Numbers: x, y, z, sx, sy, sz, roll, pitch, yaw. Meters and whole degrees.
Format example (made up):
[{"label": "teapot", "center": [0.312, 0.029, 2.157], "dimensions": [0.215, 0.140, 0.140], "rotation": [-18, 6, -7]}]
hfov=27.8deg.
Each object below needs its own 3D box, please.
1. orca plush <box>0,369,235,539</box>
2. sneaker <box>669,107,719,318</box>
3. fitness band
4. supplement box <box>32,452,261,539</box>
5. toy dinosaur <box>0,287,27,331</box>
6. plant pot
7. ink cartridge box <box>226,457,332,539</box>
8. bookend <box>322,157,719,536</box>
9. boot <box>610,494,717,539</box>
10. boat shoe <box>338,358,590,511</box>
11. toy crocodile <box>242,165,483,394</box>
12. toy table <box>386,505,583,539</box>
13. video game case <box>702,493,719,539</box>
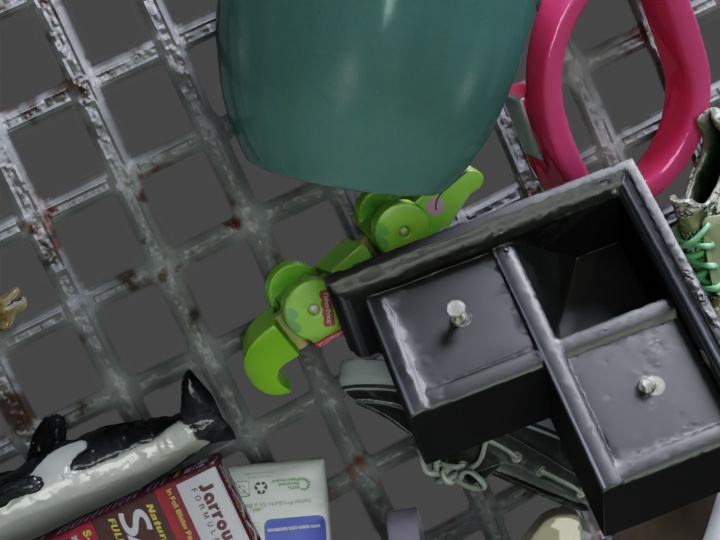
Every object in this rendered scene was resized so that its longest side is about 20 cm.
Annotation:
[{"label": "orca plush", "center": [-0.183, 0.112, 0.901], "dimensions": [0.200, 0.105, 0.071], "rotation": [-35, 62, 14]}, {"label": "sneaker", "center": [0.235, -0.021, 0.986], "dimensions": [0.088, 0.077, 0.201], "rotation": [17, 82, -29]}, {"label": "fitness band", "center": [0.164, -0.117, 0.936], "dimensions": [0.144, 0.037, 0.200], "rotation": [-45, 135, -14]}, {"label": "supplement box", "center": [-0.153, 0.202, 0.871], "dimensions": [0.199, 0.061, 0.109], "rotation": [-26, 90, -3]}, {"label": "toy dinosaur", "center": [-0.304, 0.024, 0.872], "dimensions": [0.199, 0.058, 0.102], "rotation": [-15, 99, -12]}, {"label": "plant pot", "center": [0.003, -0.134, 0.869], "dimensions": [0.200, 0.201, 0.162], "rotation": [7, 101, -14]}, {"label": "ink cartridge box", "center": [-0.061, 0.223, 0.927], "dimensions": [0.094, 0.037, 0.201], "rotation": [-3, 75, -11]}, {"label": "bookend", "center": [0.107, 0.067, 0.844], "dimensions": [0.199, 0.092, 0.199], "rotation": [-20, 60, -1]}, {"label": "boot", "center": [0.204, 0.191, 1.008], "dimensions": [0.146, 0.070, 0.200], "rotation": [-36, 82, 7]}, {"label": "boat shoe", "center": [0.073, 0.112, 0.964], "dimensions": [0.199, 0.074, 0.068], "rotation": [21, 75, -24]}, {"label": "toy crocodile", "center": [0.000, 0.000, 0.940], "dimensions": [0.200, 0.067, 0.062], "rotation": [-41, 110, -5]}, {"label": "toy table", "center": [0.088, 0.241, 0.898], "dimensions": [0.117, 0.184, 0.201], "rotation": [-8, 109, 3]}, {"label": "video game case", "center": [0.295, 0.171, 0.984], "dimensions": [0.143, 0.018, 0.200], "rotation": [50, 40, -13]}]
